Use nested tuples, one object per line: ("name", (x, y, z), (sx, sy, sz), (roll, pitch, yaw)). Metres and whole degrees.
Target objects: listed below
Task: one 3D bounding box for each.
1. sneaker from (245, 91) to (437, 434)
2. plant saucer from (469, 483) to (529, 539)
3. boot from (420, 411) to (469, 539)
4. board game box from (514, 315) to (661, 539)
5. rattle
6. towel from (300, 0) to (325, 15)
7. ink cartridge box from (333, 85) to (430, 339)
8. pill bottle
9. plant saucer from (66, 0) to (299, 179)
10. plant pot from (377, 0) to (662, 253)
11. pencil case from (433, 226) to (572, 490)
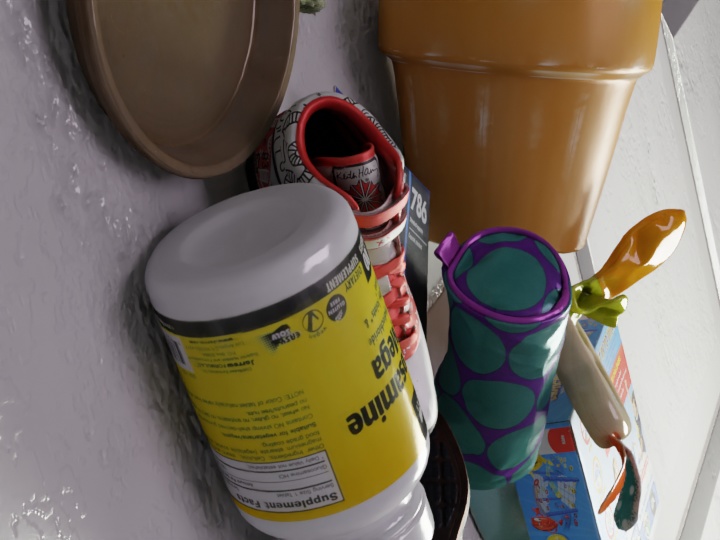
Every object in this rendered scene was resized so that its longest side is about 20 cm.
("sneaker", (-0.001, 0.000, 0.964), (0.203, 0.067, 0.108), (67, -22, 6))
("plant saucer", (0.121, 0.122, 1.366), (0.200, 0.036, 0.202), (-9, 90, -68))
("boot", (0.034, 0.190, 1.115), (0.097, 0.074, 0.201), (91, -2, -54))
("board game box", (0.179, 0.159, 1.375), (0.200, 0.056, 0.197), (-55, 132, -60))
("rattle", (0.196, 0.068, 1.199), (0.200, 0.142, 0.131), (-112, -174, -56))
("towel", (-0.069, -0.241, 1.029), (0.200, 0.036, 0.150), (24, 61, -65))
("ink cartridge box", (0.012, -0.008, 1.085), (0.099, 0.039, 0.202), (39, 48, -65))
("pill bottle", (-0.029, 0.065, 0.910), (0.113, 0.112, 0.201), (-64, 140, -55))
("plant saucer", (-0.091, -0.148, 0.902), (0.200, 0.029, 0.202), (-12, 104, -61))
("plant pot", (0.107, -0.112, 1.240), (0.200, 0.199, 0.185), (-21, 116, -68))
("pencil case", (0.085, 0.062, 1.150), (0.085, 0.092, 0.201), (-50, 159, -35))
